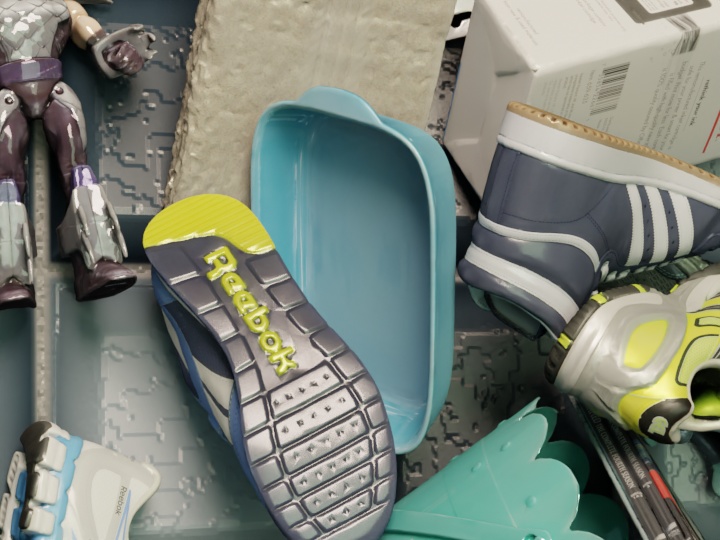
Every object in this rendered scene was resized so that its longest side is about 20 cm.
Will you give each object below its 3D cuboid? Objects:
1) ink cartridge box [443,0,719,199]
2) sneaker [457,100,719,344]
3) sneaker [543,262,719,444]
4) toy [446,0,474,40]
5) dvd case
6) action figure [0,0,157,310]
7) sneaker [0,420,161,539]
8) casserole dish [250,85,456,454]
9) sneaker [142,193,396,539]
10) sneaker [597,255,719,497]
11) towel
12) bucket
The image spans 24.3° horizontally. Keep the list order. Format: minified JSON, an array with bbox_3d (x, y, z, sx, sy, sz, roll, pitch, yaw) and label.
[{"bbox_3d":[0.155,-0.111,0.925,0.200,0.116,0.067,-16,54,-22],"label":"ink cartridge box"},{"bbox_3d":[0.128,-0.012,0.861,0.200,0.070,0.109,14,99,-43],"label":"sneaker"},{"bbox_3d":[0.178,0.046,0.848,0.200,0.075,0.076,-15,49,-42],"label":"sneaker"},{"bbox_3d":[0.022,-0.219,0.938,0.115,0.047,0.200,-15,85,-15],"label":"toy"},{"bbox_3d":[0.161,0.136,0.853,0.022,0.200,0.146,-31,116,7],"label":"dvd case"},{"bbox_3d":[-0.163,-0.083,0.843,0.130,0.069,0.200,-10,83,-11],"label":"action figure"},{"bbox_3d":[-0.141,0.180,0.820,0.087,0.075,0.200,16,79,-24],"label":"sneaker"},{"bbox_3d":[0.000,0.000,0.851,0.039,0.121,0.200,-25,123,-45],"label":"casserole dish"},{"bbox_3d":[-0.043,0.058,0.830,0.074,0.082,0.200,-20,65,-17],"label":"sneaker"},{"bbox_3d":[0.182,0.052,0.952,0.200,0.078,0.086,45,75,-10],"label":"sneaker"},{"bbox_3d":[-0.026,-0.103,0.871,0.132,0.034,0.200,7,112,-17],"label":"towel"},{"bbox_3d":[0.083,0.179,0.825,0.135,0.207,0.207,-31,96,6],"label":"bucket"}]
